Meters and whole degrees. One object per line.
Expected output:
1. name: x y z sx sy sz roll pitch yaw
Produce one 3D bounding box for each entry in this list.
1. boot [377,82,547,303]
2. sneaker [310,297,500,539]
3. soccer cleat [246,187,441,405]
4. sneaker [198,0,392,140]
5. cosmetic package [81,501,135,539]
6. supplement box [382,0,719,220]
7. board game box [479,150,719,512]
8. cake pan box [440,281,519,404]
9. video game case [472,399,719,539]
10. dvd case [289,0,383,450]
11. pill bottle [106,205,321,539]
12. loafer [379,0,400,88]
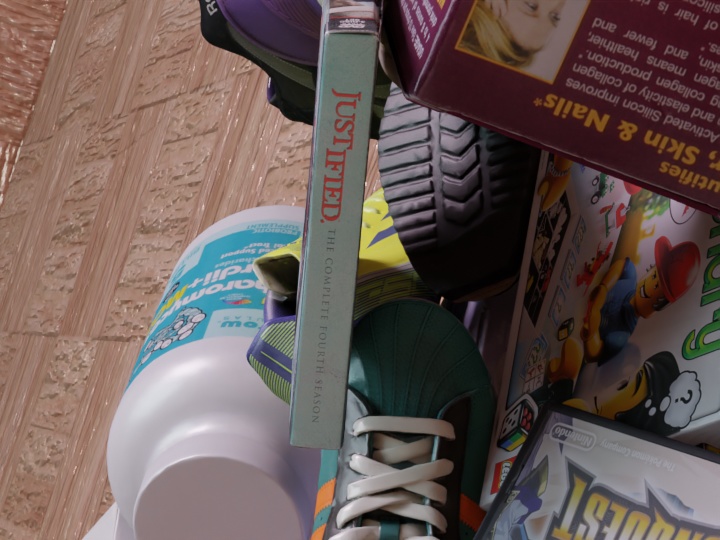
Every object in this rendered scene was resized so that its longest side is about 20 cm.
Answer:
1. boot: 0.074 -0.062 1.209 0.077 0.138 0.200 -17 58 29
2. sneaker: 0.014 0.109 1.041 0.080 0.071 0.200 18 -106 -85
3. soccer cleat: 0.000 -0.001 1.191 0.200 0.084 0.065 -73 9 -63
4. sneaker: 0.008 -0.090 1.277 0.087 0.200 0.076 -20 50 31
5. cosmetic package: -0.100 0.211 1.208 0.108 0.085 0.200 -48 26 40
6. supplement box: 0.106 -0.135 0.948 0.103 0.131 0.200 -104 36 -68
7. board game box: 0.111 -0.010 1.051 0.126 0.035 0.200 -25 43 44
8. cake pan box: 0.035 0.082 1.207 0.184 0.052 0.200 -61 7 27
9. video game case: 0.078 0.141 0.903 0.200 0.025 0.181 16 76 58
10. dvd case: -0.008 -0.041 1.032 0.200 0.022 0.146 -92 7 -70
11. pill bottle: -0.044 0.059 1.234 0.200 0.111 0.111 -76 11 -63
12. loafer: 0.091 -0.138 1.117 0.076 0.200 0.068 48 168 37
